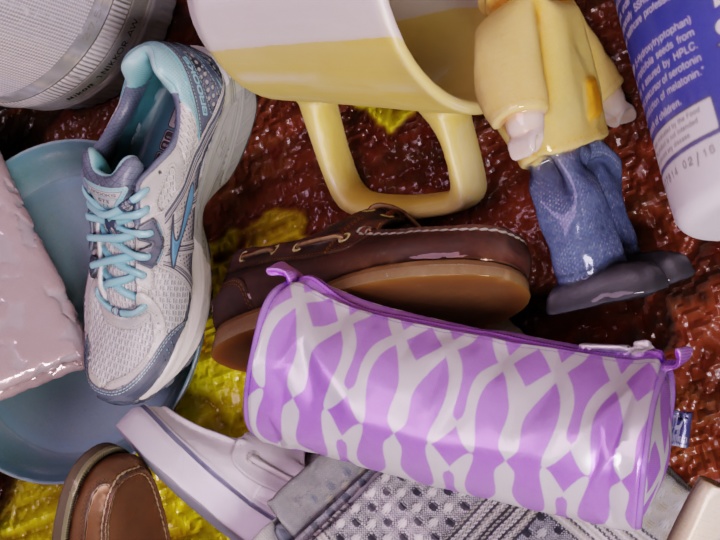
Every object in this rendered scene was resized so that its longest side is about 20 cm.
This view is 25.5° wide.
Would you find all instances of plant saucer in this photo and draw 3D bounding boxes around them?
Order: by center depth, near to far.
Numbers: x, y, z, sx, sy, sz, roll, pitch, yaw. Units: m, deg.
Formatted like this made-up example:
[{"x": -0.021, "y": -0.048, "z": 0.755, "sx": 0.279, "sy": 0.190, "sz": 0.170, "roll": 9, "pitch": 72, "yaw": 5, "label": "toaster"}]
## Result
[{"x": -0.169, "y": 0.024, "z": 0.929, "sx": 0.200, "sy": 0.027, "sz": 0.201, "roll": -4, "pitch": 80, "yaw": 26, "label": "plant saucer"}]

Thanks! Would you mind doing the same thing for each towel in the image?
[{"x": 0.059, "y": 0.136, "z": 0.734, "sx": 0.193, "sy": 0.035, "sz": 0.200, "roll": -43, "pitch": 61, "yaw": -9, "label": "towel"}, {"x": -0.276, "y": 0.003, "z": 0.900, "sx": 0.191, "sy": 0.032, "sz": 0.200, "roll": -23, "pitch": 70, "yaw": -17, "label": "towel"}]

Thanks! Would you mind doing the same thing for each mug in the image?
[{"x": -0.008, "y": -0.130, "z": 0.794, "sx": 0.153, "sy": 0.149, "sz": 0.187, "roll": -1, "pitch": 77, "yaw": 39, "label": "mug"}]

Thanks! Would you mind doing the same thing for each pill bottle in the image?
[{"x": 0.171, "y": -0.125, "z": 0.692, "sx": 0.119, "sy": 0.120, "sz": 0.201, "roll": -21, "pitch": 74, "yaw": 28, "label": "pill bottle"}]

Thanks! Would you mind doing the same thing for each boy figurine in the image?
[{"x": 0.094, "y": -0.083, "z": 0.728, "sx": 0.064, "sy": 0.124, "sz": 0.201, "roll": -15, "pitch": 87, "yaw": 33, "label": "boy figurine"}]

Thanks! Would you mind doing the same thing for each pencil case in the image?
[{"x": 0.047, "y": 0.057, "z": 0.715, "sx": 0.199, "sy": 0.084, "sz": 0.086, "roll": 10, "pitch": 104, "yaw": 14, "label": "pencil case"}]

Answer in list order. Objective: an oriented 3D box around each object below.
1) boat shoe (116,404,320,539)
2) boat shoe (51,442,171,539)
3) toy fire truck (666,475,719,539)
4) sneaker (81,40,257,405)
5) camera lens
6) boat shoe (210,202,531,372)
[{"x": -0.039, "y": 0.118, "z": 0.828, "sx": 0.200, "sy": 0.074, "sz": 0.065, "roll": 33, "pitch": 74, "yaw": 23, "label": "boat shoe"}, {"x": -0.112, "y": 0.186, "z": 0.837, "sx": 0.068, "sy": 0.072, "sz": 0.201, "roll": 16, "pitch": 120, "yaw": 33, "label": "boat shoe"}, {"x": 0.211, "y": 0.074, "z": 0.595, "sx": 0.128, "sy": 0.200, "sz": 0.177, "roll": 7, "pitch": 88, "yaw": 31, "label": "toy fire truck"}, {"x": -0.123, "y": -0.029, "z": 0.849, "sx": 0.077, "sy": 0.086, "sz": 0.201, "roll": 10, "pitch": 86, "yaw": 26, "label": "sneaker"}, {"x": -0.218, "y": -0.179, "z": 0.889, "sx": 0.160, "sy": 0.200, "sz": 0.161, "roll": -4, "pitch": 82, "yaw": 31, "label": "camera lens"}, {"x": 0.000, "y": 0.000, "z": 0.800, "sx": 0.200, "sy": 0.070, "sz": 0.071, "roll": -12, "pitch": 57, "yaw": 38, "label": "boat shoe"}]
